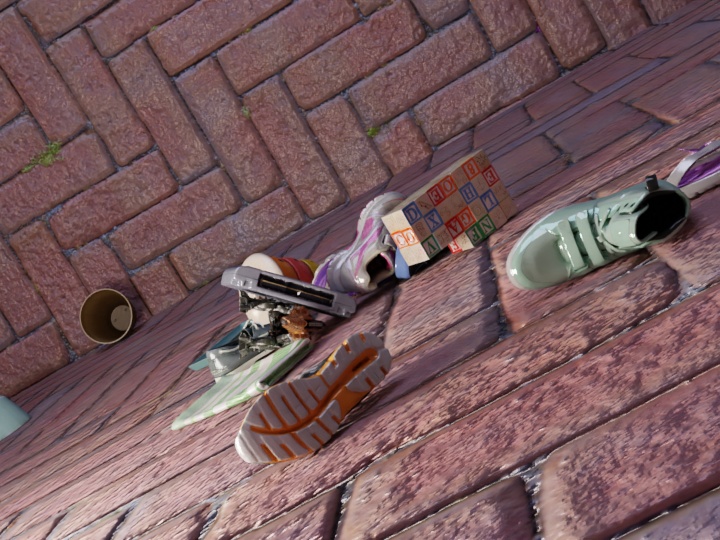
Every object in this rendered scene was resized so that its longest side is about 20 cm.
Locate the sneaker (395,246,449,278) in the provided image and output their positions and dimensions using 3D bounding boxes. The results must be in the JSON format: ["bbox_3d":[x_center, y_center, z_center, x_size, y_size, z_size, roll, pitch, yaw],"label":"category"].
[{"bbox_3d":[0.122,-0.058,1.745,0.077,0.071,0.201,12,48,23],"label":"sneaker"}]

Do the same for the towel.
[{"bbox_3d":[-0.176,0.168,1.612,0.199,0.024,0.152,-25,10,36],"label":"towel"}]

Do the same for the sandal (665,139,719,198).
[{"bbox_3d":[0.363,-0.111,1.215,0.202,0.050,0.082,-28,8,19],"label":"sandal"}]

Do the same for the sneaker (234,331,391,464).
[{"bbox_3d":[-0.051,0.143,1.143,0.199,0.079,0.077,-32,-6,-32],"label":"sneaker"}]

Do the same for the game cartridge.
[{"bbox_3d":[-0.115,0.033,1.706,0.133,0.198,0.041,165,121,-71],"label":"game cartridge"}]

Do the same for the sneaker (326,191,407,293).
[{"bbox_3d":[0.033,-0.037,1.745,0.088,0.081,0.201,16,67,39],"label":"sneaker"}]

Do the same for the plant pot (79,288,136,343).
[{"bbox_3d":[-0.858,0.161,3.784,0.185,0.187,0.200,-30,-5,2],"label":"plant pot"}]

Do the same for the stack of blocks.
[{"bbox_3d":[0.140,-0.086,1.674,0.200,0.116,0.058,-37,10,-32],"label":"stack of blocks"}]

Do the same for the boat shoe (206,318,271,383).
[{"bbox_3d":[-0.175,0.113,1.810,0.200,0.062,0.073,-36,9,-34],"label":"boat shoe"}]

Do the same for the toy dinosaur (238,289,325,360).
[{"bbox_3d":[-0.119,0.077,1.666,0.134,0.103,0.200,1,-26,-6],"label":"toy dinosaur"}]

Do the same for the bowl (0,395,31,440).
[{"bbox_3d":[-1.017,0.414,2.969,0.200,0.106,0.201,-30,7,4],"label":"bowl"}]

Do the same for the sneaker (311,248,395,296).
[{"bbox_3d":[0.000,0.000,1.825,0.199,0.081,0.084,-31,18,18],"label":"sneaker"}]

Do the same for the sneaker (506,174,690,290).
[{"bbox_3d":[0.241,-0.038,1.110,0.199,0.074,0.118,-27,2,7],"label":"sneaker"}]

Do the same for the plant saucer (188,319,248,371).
[{"bbox_3d":[-0.258,0.140,2.125,0.070,0.019,0.200,-26,10,33],"label":"plant saucer"}]

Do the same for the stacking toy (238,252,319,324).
[{"bbox_3d":[-0.115,0.024,2.020,0.199,0.147,0.146,-16,-4,-40],"label":"stacking toy"}]
